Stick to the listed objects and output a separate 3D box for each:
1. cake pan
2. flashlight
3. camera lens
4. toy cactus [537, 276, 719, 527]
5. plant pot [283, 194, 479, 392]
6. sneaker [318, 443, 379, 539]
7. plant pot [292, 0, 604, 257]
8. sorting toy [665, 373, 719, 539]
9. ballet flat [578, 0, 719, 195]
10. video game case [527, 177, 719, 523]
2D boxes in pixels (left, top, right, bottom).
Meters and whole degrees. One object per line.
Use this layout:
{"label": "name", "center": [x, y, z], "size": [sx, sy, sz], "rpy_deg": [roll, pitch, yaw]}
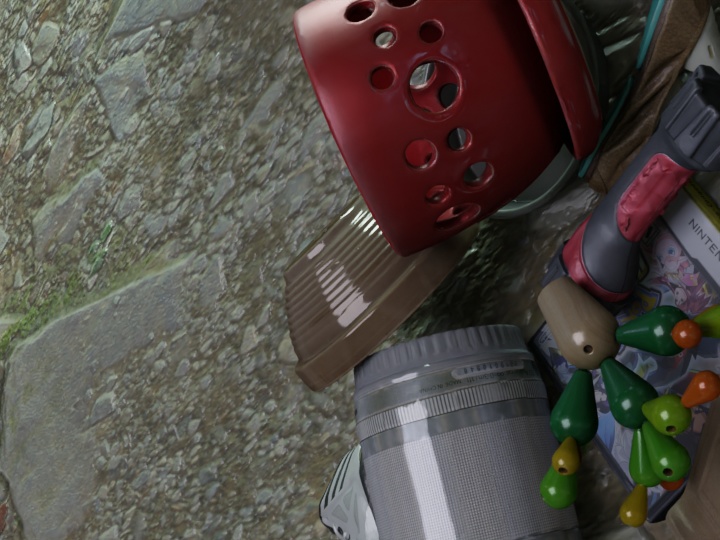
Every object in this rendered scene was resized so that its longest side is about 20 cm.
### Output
{"label": "cake pan", "center": [0.130, -0.144, 1.076], "size": [0.199, 0.036, 0.203], "rpy_deg": [0, 90, 49]}
{"label": "flashlight", "center": [0.205, -0.045, 0.915], "size": [0.067, 0.068, 0.200], "rpy_deg": [34, 131, 0]}
{"label": "camera lens", "center": [0.084, 0.160, 1.038], "size": [0.159, 0.159, 0.202], "rpy_deg": [-26, 71, 46]}
{"label": "toy cactus", "center": [0.185, 0.072, 0.891], "size": [0.201, 0.102, 0.166], "rpy_deg": [-55, 51, 31]}
{"label": "plant pot", "center": [0.000, 0.000, 1.094], "size": [0.093, 0.201, 0.201], "rpy_deg": [45, 131, -4]}
{"label": "sneaker", "center": [0.020, 0.256, 1.193], "size": [0.115, 0.075, 0.202], "rpy_deg": [-37, 55, 52]}
{"label": "plant pot", "center": [0.070, -0.135, 0.950], "size": [0.181, 0.201, 0.202], "rpy_deg": [-23, 68, 5]}
{"label": "sorting toy", "center": [0.271, 0.121, 0.830], "size": [0.185, 0.036, 0.202], "rpy_deg": [-109, 34, -69]}
{"label": "ballet flat", "center": [0.226, -0.137, 0.944], "size": [0.072, 0.068, 0.201], "rpy_deg": [21, 120, 5]}
{"label": "video game case", "center": [0.231, 0.057, 0.970], "size": [0.201, 0.025, 0.181], "rpy_deg": [-56, 52, 33]}
